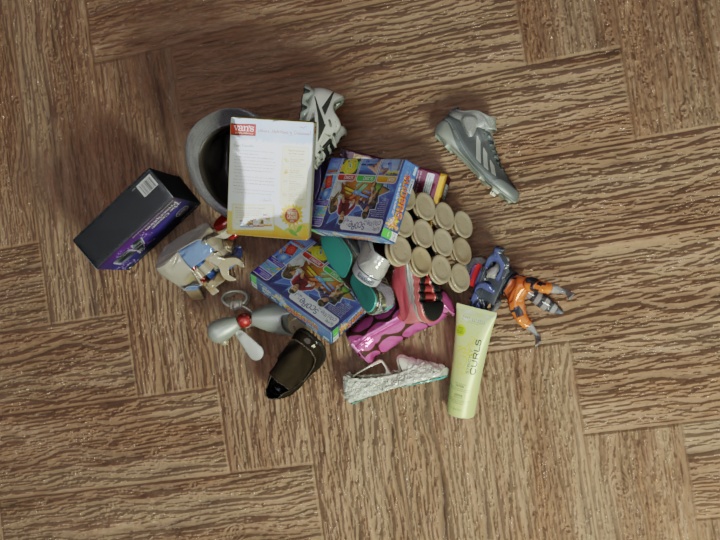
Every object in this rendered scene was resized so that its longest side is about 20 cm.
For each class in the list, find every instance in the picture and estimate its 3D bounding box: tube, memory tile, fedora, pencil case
[{"bbox_3d":[0.190,0.161,1.593,0.058,0.052,0.200,5,103,-12],"label":"tube"},{"bbox_3d":[0.119,-0.054,1.523,0.017,0.200,0.154,-17,60,44],"label":"memory tile"},{"bbox_3d":[-0.207,-0.187,1.587,0.177,0.090,0.200,-31,95,12],"label":"fedora"},{"bbox_3d":[0.069,0.092,1.614,0.200,0.094,0.091,-33,99,11],"label":"pencil case"}]

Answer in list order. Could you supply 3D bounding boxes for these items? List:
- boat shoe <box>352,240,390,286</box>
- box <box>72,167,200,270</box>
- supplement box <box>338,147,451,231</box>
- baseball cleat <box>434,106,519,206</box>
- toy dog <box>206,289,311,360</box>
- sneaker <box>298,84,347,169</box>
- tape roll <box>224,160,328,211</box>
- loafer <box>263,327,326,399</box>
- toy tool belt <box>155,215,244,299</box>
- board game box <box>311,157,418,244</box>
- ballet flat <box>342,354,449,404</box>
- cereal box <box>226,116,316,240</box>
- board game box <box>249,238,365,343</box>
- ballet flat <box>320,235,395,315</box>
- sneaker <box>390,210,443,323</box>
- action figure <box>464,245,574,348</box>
[{"bbox_3d":[0.034,-0.047,1.534,0.071,0.200,0.070,33,116,-6],"label":"boat shoe"},{"bbox_3d":[-0.417,-0.093,1.689,0.200,0.141,0.079,-41,85,8],"label":"box"},{"bbox_3d":[0.051,-0.142,1.624,0.200,0.086,0.111,16,93,10],"label":"supplement box"},{"bbox_3d":[0.225,-0.213,1.599,0.200,0.070,0.106,43,98,8],"label":"baseball cleat"},{"bbox_3d":[-0.172,0.106,1.666,0.200,0.132,0.096,-2,128,15],"label":"toy dog"},{"bbox_3d":[-0.070,-0.228,1.575,0.088,0.074,0.200,9,78,0],"label":"sneaker"},{"bbox_3d":[-0.159,-0.171,1.668,0.200,0.085,0.200,0,90,12],"label":"tape roll"},{"bbox_3d":[-0.121,0.179,1.610,0.073,0.071,0.200,37,139,9],"label":"loafer"},{"bbox_3d":[-0.275,-0.022,1.673,0.200,0.125,0.123,-27,119,25],"label":"toy tool belt"},{"bbox_3d":[0.001,-0.119,1.502,0.200,0.034,0.136,11,81,51],"label":"board game box"},{"bbox_3d":[0.058,0.188,1.627,0.200,0.072,0.072,-17,86,9],"label":"ballet flat"},{"bbox_3d":[-0.150,-0.156,1.519,0.144,0.040,0.200,5,100,5],"label":"cereal box"},{"bbox_3d":[-0.081,0.027,1.612,0.200,0.034,0.135,35,59,25],"label":"board game box"},{"bbox_3d":[0.000,0.000,1.570,0.072,0.072,0.200,-40,56,8],"label":"ballet flat"},{"bbox_3d":[0.080,-0.003,1.543,0.087,0.074,0.200,-18,73,43],"label":"sneaker"},{"bbox_3d":[0.256,0.050,1.598,0.193,0.105,0.200,37,124,16],"label":"action figure"}]
